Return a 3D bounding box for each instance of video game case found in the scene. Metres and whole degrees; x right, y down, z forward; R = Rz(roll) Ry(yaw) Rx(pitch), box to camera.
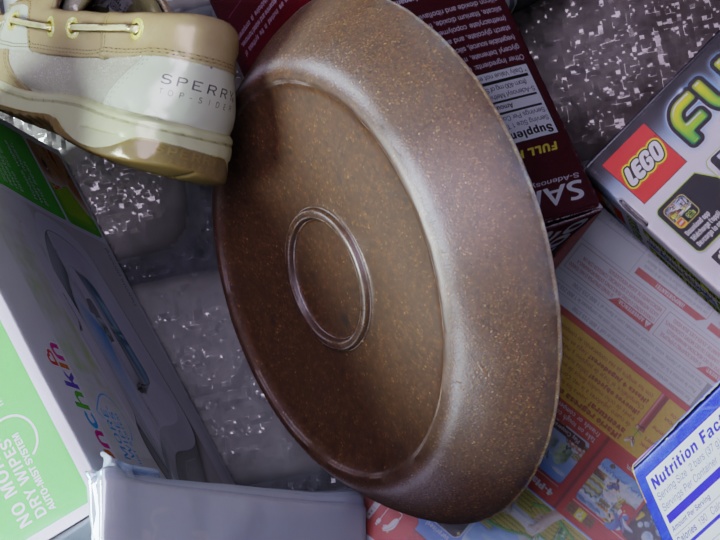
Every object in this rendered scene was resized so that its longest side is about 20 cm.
[{"bbox_3d":[0.107,0.063,1.127,0.143,0.017,0.200,39,91,20],"label":"video game case"}]

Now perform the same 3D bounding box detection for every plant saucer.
[{"bbox_3d":[0.000,0.000,1.086,0.034,0.200,0.200,-16,68,-32],"label":"plant saucer"}]

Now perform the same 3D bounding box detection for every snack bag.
[{"bbox_3d":[-0.036,0.168,1.054,0.021,0.188,0.200,-7,80,30],"label":"snack bag"}]

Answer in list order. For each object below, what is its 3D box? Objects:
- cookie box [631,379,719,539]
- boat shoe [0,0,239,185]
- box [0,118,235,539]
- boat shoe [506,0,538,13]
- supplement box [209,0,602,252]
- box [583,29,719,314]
[{"bbox_3d":[0.204,0.121,0.951,0.075,0.171,0.200,-49,56,49],"label":"cookie box"},{"bbox_3d":[-0.098,-0.083,1.152,0.200,0.074,0.066,24,98,55],"label":"boat shoe"},{"bbox_3d":[-0.144,0.039,1.125,0.097,0.176,0.200,-32,71,8],"label":"box"},{"bbox_3d":[0.015,-0.177,1.188,0.057,0.069,0.200,-23,66,-23],"label":"boat shoe"},{"bbox_3d":[0.006,-0.084,1.128,0.061,0.109,0.200,-16,76,-29],"label":"supplement box"},{"bbox_3d":[0.191,-0.068,1.108,0.200,0.035,0.110,-45,69,-3],"label":"box"}]
